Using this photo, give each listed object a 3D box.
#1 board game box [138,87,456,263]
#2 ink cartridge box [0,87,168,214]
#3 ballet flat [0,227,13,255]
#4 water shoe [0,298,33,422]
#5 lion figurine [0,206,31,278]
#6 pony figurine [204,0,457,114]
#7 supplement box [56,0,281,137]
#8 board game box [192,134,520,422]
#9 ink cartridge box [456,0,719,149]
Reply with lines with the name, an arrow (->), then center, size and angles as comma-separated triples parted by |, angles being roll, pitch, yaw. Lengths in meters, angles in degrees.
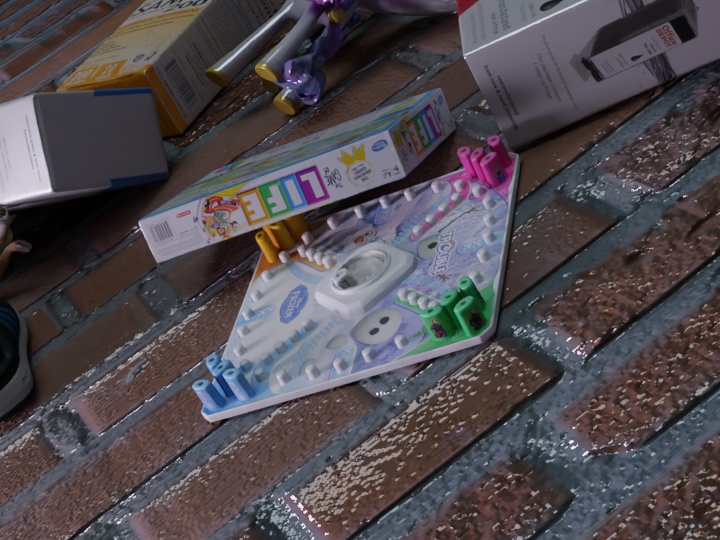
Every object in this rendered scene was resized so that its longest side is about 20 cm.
board game box -> -0.043, -0.069, 1.043 | 0.200, 0.034, 0.134 | -18, 13, 24
ink cartridge box -> -0.289, -0.095, 1.253 | 0.200, 0.084, 0.145 | -10, 3, 35
ballet flat -> -0.380, 0.017, 1.259 | 0.200, 0.066, 0.057 | -29, 48, 13
water shoe -> -0.294, 0.044, 1.099 | 0.071, 0.079, 0.200 | -36, 28, -10
lion figurine -> -0.368, 0.000, 1.191 | 0.200, 0.123, 0.073 | 11, 45, -3
pony figurine -> -0.025, -0.232, 1.235 | 0.200, 0.167, 0.193 | -57, 27, -13
supplement box -> -0.179, -0.209, 1.400 | 0.126, 0.074, 0.200 | -5, 37, 38
board game box -> 0.000, 0.000, 0.942 | 0.200, 0.026, 0.200 | -18, 30, 23
ink cartridge box -> 0.173, -0.185, 1.010 | 0.200, 0.083, 0.147 | -24, 29, 14
